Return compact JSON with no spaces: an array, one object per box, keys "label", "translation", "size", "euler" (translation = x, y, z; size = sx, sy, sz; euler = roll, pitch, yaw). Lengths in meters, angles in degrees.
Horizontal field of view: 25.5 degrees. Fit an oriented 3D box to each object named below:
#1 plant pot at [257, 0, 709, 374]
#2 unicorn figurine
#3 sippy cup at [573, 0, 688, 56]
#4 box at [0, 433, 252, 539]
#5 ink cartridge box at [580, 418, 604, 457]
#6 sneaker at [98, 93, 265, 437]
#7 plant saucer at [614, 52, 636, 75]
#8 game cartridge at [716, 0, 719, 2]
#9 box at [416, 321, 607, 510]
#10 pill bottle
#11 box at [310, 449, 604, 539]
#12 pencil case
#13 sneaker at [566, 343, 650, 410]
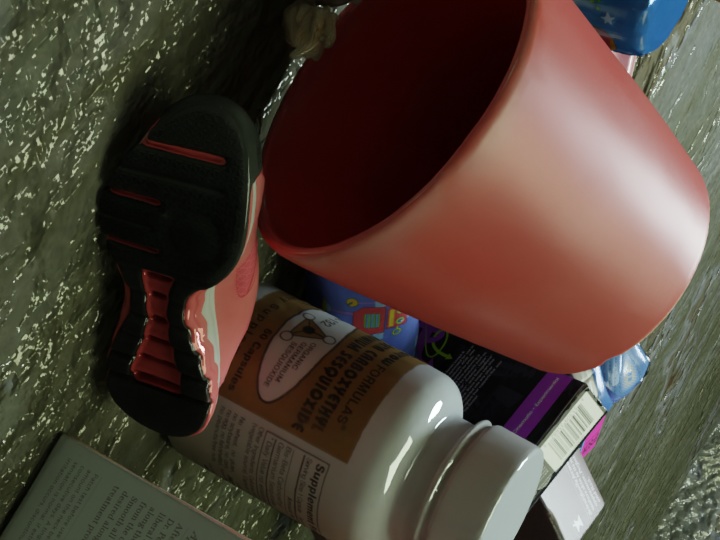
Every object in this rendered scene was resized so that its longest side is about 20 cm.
[{"label":"plant pot","translation":[0.073,-0.047,0.827],"size":[0.177,0.200,0.201],"euler":[35,79,-30]},{"label":"unicorn figurine","translation":[0.014,-0.196,0.795],"size":[0.200,0.074,0.137],"euler":[-47,-175,2]},{"label":"sippy cup","translation":[0.146,-0.204,1.021],"size":[0.178,0.130,0.140],"euler":[-57,159,-19]},{"label":"box","translation":[-0.079,0.191,0.837],"size":[0.107,0.199,0.152],"euler":[-59,160,-11]},{"label":"ink cartridge box","translation":[0.161,0.095,1.191],"size":[0.095,0.037,0.201],"euler":[-28,140,-58]},{"label":"sneaker","translation":[-0.084,-0.013,0.801],"size":[0.087,0.073,0.201],"euler":[-60,168,-51]},{"label":"plant saucer","translation":[0.181,-0.156,1.202],"size":[0.201,0.051,0.202],"euler":[13,90,-82]},{"label":"game cartridge","translation":[0.198,-0.265,0.976],"size":[0.032,0.175,0.201],"euler":[102,14,-62]},{"label":"box","translation":[0.047,0.106,1.029],"size":[0.143,0.200,0.036],"euler":[-49,125,-11]},{"label":"pill bottle","translation":[-0.002,0.097,0.913],"size":[0.114,0.199,0.115],"euler":[-50,156,-33]},{"label":"box","translation":[0.057,0.154,1.110],"size":[0.075,0.199,0.101],"euler":[-38,107,-50]},{"label":"pencil case","translation":[0.000,0.000,0.985],"size":[0.078,0.087,0.201],"euler":[-12,139,-10]},{"label":"sneaker","translation":[0.130,-0.004,1.043],"size":[0.089,0.201,0.078],"euler":[-23,-178,-26]}]
